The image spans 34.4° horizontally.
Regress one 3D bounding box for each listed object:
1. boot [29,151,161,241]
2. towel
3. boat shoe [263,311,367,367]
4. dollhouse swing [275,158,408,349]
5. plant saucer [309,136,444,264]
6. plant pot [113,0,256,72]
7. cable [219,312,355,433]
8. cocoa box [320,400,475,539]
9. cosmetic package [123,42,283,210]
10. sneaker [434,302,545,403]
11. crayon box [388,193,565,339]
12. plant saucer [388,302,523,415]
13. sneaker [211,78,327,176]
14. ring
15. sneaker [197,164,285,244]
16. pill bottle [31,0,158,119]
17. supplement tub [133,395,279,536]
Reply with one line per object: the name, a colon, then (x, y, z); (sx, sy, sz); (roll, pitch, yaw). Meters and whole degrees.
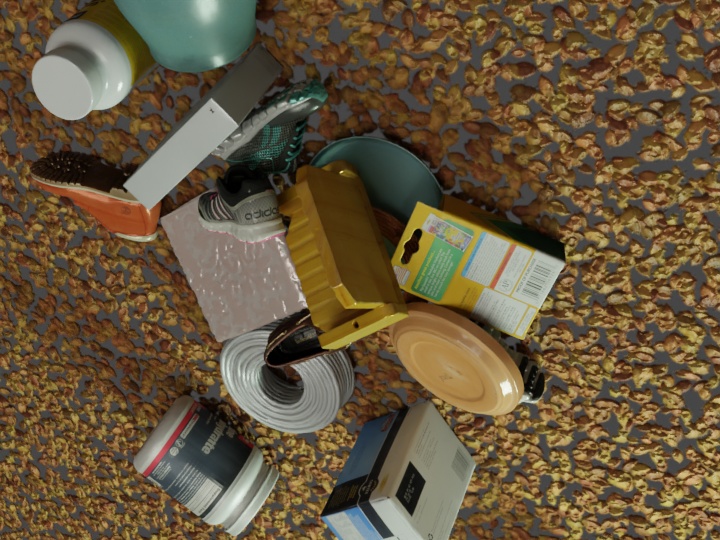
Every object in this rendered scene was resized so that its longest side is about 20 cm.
boot: (-0.372, -0.100, 1.638); (0.197, 0.075, 0.108); (16, 133, 12)
towel: (-0.167, -0.017, 1.595); (0.190, 0.032, 0.202); (-22, 94, 35)
boat shoe: (-0.042, 0.080, 1.551); (0.199, 0.070, 0.071); (-28, 102, 26)
dollhouse swing: (-0.056, -0.014, 1.405); (0.181, 0.175, 0.202); (-26, 79, 35)
plant saucer: (0.021, -0.088, 1.501); (0.197, 0.028, 0.202); (11, 126, 16)
plant pot: (-0.199, -0.340, 1.324); (0.197, 0.202, 0.189); (9, 142, 17)
cable: (-0.108, 0.147, 1.695); (0.197, 0.069, 0.202); (4, 124, 21)
cocoa box: (0.056, 0.310, 1.654); (0.130, 0.201, 0.134); (-24, 113, 35)
cosmetic package: (-0.196, -0.179, 1.451); (0.052, 0.151, 0.199); (45, 129, -12)
sneaker: (0.158, 0.109, 1.555); (0.200, 0.075, 0.081); (49, 137, -14)
crayon box: (0.141, -0.010, 1.457); (0.198, 0.052, 0.127); (22, 120, -5)
plant saucer: (0.120, 0.123, 1.524); (0.199, 0.032, 0.201); (30, 152, 18)
sneaker: (-0.099, -0.169, 1.465); (0.199, 0.078, 0.092); (-26, 108, 44)
ring: (0.000, 0.000, 1.543); (0.198, 0.019, 0.203); (11, 126, 16)
sneaker: (-0.154, -0.092, 1.470); (0.199, 0.073, 0.089); (21, 120, 61)
pill bottle: (-0.310, -0.265, 1.407); (0.110, 0.201, 0.113); (11, 127, 15)
supplement tub: (-0.241, 0.305, 1.819); (0.199, 0.141, 0.140); (38, 130, -6)
